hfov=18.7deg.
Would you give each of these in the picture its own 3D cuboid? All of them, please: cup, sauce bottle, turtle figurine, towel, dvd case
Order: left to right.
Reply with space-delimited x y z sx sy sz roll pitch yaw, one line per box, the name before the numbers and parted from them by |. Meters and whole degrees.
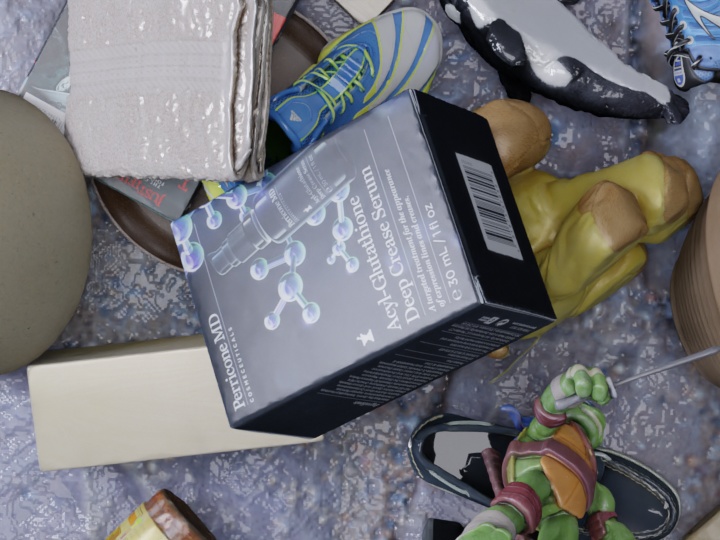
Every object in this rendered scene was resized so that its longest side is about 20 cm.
cup | -0.301 -0.026 1.457 0.199 0.143 0.202 0 90 30
sauce bottle | -0.189 0.241 1.530 0.200 0.066 0.066 -43 89 -1
dvd case | -0.141 -0.154 1.520 0.145 0.022 0.201 28 90 1
towel | -0.132 -0.124 1.434 0.199 0.034 0.134 2 89 46
turtle figurine | 0.154 0.141 1.388 0.199 0.194 0.145 17 131 19

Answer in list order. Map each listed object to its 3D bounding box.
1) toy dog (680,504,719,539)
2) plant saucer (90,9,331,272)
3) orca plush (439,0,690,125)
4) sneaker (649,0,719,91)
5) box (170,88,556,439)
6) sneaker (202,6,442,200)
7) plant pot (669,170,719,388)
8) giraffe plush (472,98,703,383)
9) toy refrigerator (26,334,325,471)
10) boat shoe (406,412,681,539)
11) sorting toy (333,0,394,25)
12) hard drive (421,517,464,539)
toy dog | 0.310 0.168 1.500 0.131 0.096 0.201 30 91 1
plant saucer | -0.095 -0.096 1.544 0.198 0.032 0.202 0 90 2
orca plush | 0.134 -0.146 1.536 0.199 0.071 0.106 23 46 -8
sneaker | 0.235 -0.174 1.512 0.200 0.079 0.089 39 88 1
box | 0.000 0.000 1.402 0.199 0.107 0.149 -28 70 26
sneaker | -0.019 -0.106 1.472 0.200 0.105 0.076 -42 93 -4
plant pot | 0.274 0.020 1.480 0.092 0.200 0.202 -20 89 38
giraffe plush | 0.109 -0.047 1.486 0.200 0.172 0.163 -43 78 19
toy refrigerator | -0.126 0.087 1.528 0.198 0.070 0.077 -7 97 2
boat shoe | 0.129 0.145 1.522 0.199 0.062 0.075 21 88 1
sorting toy | -0.002 -0.312 1.522 0.200 0.070 0.199 43 91 2
hard drive | 0.047 0.247 1.456 0.033 0.200 0.141 9 90 2
